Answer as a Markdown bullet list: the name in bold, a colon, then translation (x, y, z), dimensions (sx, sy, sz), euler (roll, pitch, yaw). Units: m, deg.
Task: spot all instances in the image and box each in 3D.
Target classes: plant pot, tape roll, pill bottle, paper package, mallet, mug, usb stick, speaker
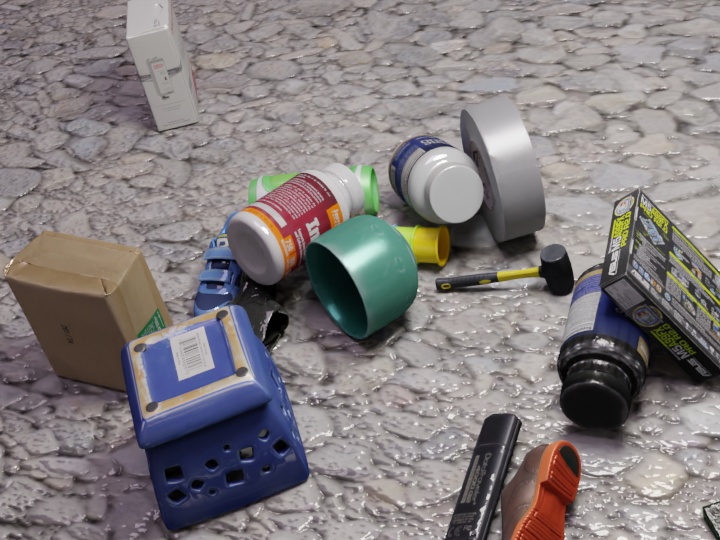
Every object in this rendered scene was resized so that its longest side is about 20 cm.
- **plant pot**: translation (-0.192, 0.171, 1.434), dimensions (0.197, 0.182, 0.201), euler (-20, 41, -5)
- **tape roll**: translation (0.205, -0.146, 1.653), dimensions (0.065, 0.203, 0.202), euler (-16, 41, -2)
- **pill bottle**: translation (0.114, -0.133, 1.684), dimensions (0.109, 0.113, 0.200), euler (-20, 19, -7)
- **paper package**: translation (-0.369, 0.060, 1.592), dimensions (0.187, 0.202, 0.104), euler (10, 45, 26)
- **pill bottle**: translation (-0.089, -0.074, 1.649), dimensions (0.112, 0.115, 0.199), euler (25, 47, 36)
- **mallet**: translation (0.199, 0.000, 1.595), dimensions (0.196, 0.067, 0.042), euler (-2, 41, 15)
- **pill bottle**: translation (0.307, 0.096, 1.423), dimensions (0.110, 0.113, 0.202), euler (4, 44, 20)
- **mug**: translation (0.001, -0.006, 1.594), dimensions (0.113, 0.154, 0.185), euler (-30, 43, -22)
- **usb stick**: translation (0.147, 0.252, 1.352), dimensions (0.055, 0.033, 0.201), euler (-14, 35, 36)
- **speaker**: translation (-0.073, -0.116, 1.789), dimensions (0.196, 0.089, 0.089), euler (-5, 41, 11)

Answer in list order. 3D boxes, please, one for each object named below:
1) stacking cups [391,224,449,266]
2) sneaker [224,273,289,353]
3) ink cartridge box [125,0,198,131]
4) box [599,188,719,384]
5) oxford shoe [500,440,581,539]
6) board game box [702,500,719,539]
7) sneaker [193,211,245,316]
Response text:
- **stacking cups**: translation (0.032, -0.040, 1.696), dimensions (0.196, 0.061, 0.061), euler (2, 43, 22)
- **sneaker**: translation (-0.138, 0.058, 1.638), dimensions (0.103, 0.061, 0.201), euler (13, 53, 28)
- **ink cartridge box**: translation (-0.361, -0.383, 2.078), dimensions (0.081, 0.202, 0.148), euler (-13, 40, 1)
- **box**: translation (0.388, 0.020, 1.430), dimensions (0.044, 0.199, 0.162), euler (-31, 26, 40)
- **oxford shoe**: translation (0.190, 0.288, 1.296), dimensions (0.072, 0.071, 0.201), euler (-17, 34, 49)
- **board game box**: translation (0.488, 0.271, 1.245), dimensions (0.196, 0.024, 0.105), euler (-18, 39, -3)
- **sneaker**: translation (-0.205, -0.004, 1.705), dimensions (0.072, 0.083, 0.202), euler (3, 46, 17)
